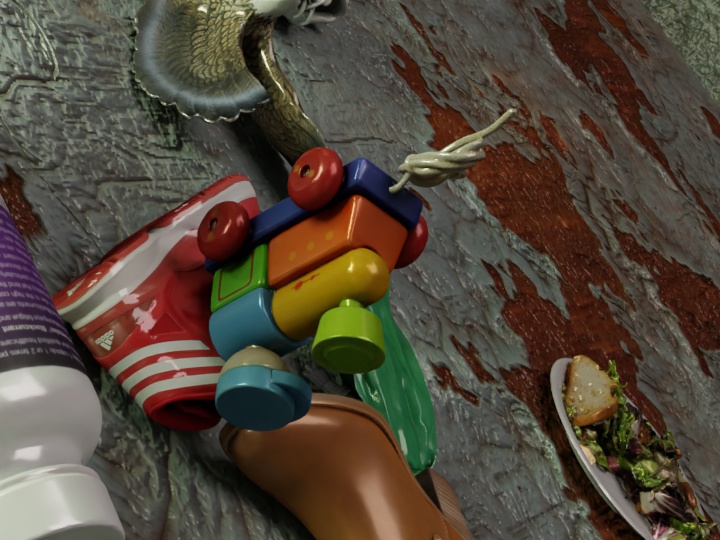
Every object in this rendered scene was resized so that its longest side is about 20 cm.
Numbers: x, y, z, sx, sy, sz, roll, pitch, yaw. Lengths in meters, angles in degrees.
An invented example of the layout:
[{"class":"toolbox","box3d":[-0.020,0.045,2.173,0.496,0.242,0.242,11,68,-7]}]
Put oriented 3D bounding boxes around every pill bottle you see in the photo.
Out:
[{"class":"pill bottle","box3d":[-0.177,0.045,0.857,0.111,0.111,0.201,13,42,-58]}]

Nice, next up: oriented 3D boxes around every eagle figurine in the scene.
[{"class":"eagle figurine","box3d":[-0.085,-0.161,1.413,0.150,0.151,0.202,5,71,-7]}]

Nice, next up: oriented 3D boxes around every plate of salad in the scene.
[{"class":"plate of salad","box3d":[0.224,0.147,1.605,0.200,0.048,0.201,43,22,-21]}]

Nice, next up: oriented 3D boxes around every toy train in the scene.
[{"class":"toy train","box3d":[0.000,0.000,1.037,0.084,0.199,0.117,33,45,-36]}]

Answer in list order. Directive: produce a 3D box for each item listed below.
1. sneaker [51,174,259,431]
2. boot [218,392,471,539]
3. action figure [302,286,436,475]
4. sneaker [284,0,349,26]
[{"class":"sneaker","box3d":[-0.093,0.026,1.141,0.116,0.078,0.200,58,32,-6]},{"class":"boot","box3d":[0.009,0.161,1.111,0.199,0.074,0.156,30,33,-39]},{"class":"action figure","box3d":[0.005,0.068,1.277,0.118,0.054,0.201,27,38,-50]},{"class":"sneaker","box3d":[-0.055,-0.237,1.626,0.071,0.073,0.200,51,20,9]}]
